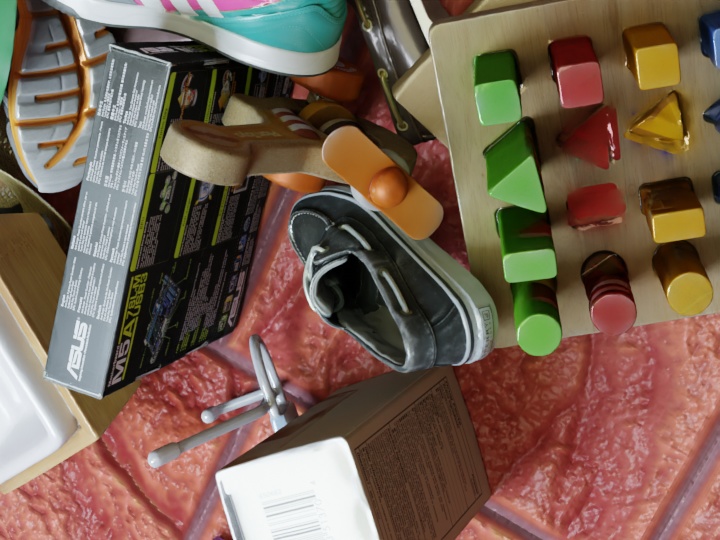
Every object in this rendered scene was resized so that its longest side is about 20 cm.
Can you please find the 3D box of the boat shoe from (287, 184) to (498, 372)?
[{"bbox_3d":[0.000,0.000,0.900,0.200,0.071,0.072,32,127,51],"label":"boat shoe"}]

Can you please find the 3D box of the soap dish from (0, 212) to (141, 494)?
[{"bbox_3d":[-0.234,0.056,0.993,0.158,0.081,0.200,58,146,0],"label":"soap dish"}]

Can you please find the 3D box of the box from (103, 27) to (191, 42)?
[{"bbox_3d":[-0.188,-0.182,0.984,0.199,0.075,0.100,-8,96,19],"label":"box"}]

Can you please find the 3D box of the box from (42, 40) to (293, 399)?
[{"bbox_3d":[-0.111,-0.039,0.915,0.047,0.193,0.201,19,106,18],"label":"box"}]

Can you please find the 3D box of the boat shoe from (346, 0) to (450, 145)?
[{"bbox_3d":[0.013,-0.174,0.916,0.059,0.072,0.200,-24,96,18],"label":"boat shoe"}]

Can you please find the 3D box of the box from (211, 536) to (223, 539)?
[{"bbox_3d":[-0.056,0.296,1.035,0.200,0.039,0.137,32,107,12],"label":"box"}]

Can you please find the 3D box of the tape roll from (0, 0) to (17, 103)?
[{"bbox_3d":[-0.254,-0.181,0.881,0.200,0.048,0.201,19,112,59],"label":"tape roll"}]

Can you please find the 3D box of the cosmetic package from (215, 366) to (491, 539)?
[{"bbox_3d":[0.002,0.129,0.901,0.087,0.200,0.104,-17,92,22],"label":"cosmetic package"}]

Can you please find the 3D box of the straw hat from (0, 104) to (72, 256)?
[{"bbox_3d":[-0.266,-0.074,1.014,0.200,0.201,0.085,7,60,18],"label":"straw hat"}]

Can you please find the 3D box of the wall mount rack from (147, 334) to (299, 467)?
[{"bbox_3d":[-0.065,0.147,0.940,0.074,0.174,0.201,-20,92,4],"label":"wall mount rack"}]

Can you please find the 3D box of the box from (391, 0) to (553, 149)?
[{"bbox_3d":[0.142,-0.120,0.872,0.163,0.021,0.200,42,107,-12],"label":"box"}]

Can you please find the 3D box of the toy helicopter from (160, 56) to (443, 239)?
[{"bbox_3d":[-0.033,-0.063,0.839,0.132,0.200,0.079,32,112,24],"label":"toy helicopter"}]

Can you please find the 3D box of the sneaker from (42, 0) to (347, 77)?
[{"bbox_3d":[-0.096,-0.190,0.828,0.199,0.084,0.121,15,128,-3],"label":"sneaker"}]

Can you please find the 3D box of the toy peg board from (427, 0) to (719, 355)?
[{"bbox_3d":[0.151,-0.050,0.831,0.199,0.098,0.201,-9,109,8],"label":"toy peg board"}]

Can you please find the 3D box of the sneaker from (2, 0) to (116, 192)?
[{"bbox_3d":[-0.202,-0.148,0.925,0.077,0.078,0.201,8,107,44],"label":"sneaker"}]
